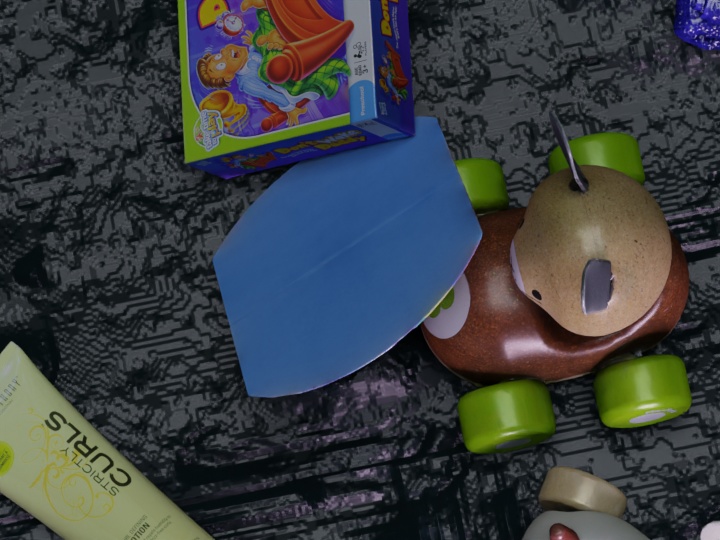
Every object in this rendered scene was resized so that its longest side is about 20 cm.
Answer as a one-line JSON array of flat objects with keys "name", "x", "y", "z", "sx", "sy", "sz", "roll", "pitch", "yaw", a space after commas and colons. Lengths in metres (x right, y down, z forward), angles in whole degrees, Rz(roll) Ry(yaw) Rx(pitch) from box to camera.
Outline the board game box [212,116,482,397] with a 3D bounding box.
[{"name": "board game box", "x": 0.000, "y": 0.000, "z": 1.572, "sx": 0.158, "sy": 0.039, "sz": 0.200, "roll": -33, "pitch": 36, "yaw": 10}]

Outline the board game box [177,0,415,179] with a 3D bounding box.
[{"name": "board game box", "x": -0.041, "y": -0.166, "z": 1.630, "sx": 0.134, "sy": 0.045, "sz": 0.201, "roll": -12, "pitch": 74, "yaw": 30}]

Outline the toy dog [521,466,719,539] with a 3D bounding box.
[{"name": "toy dog", "x": 0.167, "y": 0.174, "z": 1.542, "sx": 0.199, "sy": 0.096, "sz": 0.133, "roll": 3, "pitch": 77, "yaw": 3}]

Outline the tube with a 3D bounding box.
[{"name": "tube", "x": -0.153, "y": 0.130, "z": 1.592, "sx": 0.200, "sy": 0.052, "sz": 0.058, "roll": 39, "pitch": 40, "yaw": 15}]

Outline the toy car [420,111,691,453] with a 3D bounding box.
[{"name": "toy car", "x": 0.108, "y": -0.005, "z": 1.535, "sx": 0.157, "sy": 0.200, "sz": 0.165, "roll": -11, "pitch": 76, "yaw": -1}]

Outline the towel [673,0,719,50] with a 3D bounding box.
[{"name": "towel", "x": 0.265, "y": -0.227, "z": 1.661, "sx": 0.147, "sy": 0.050, "sz": 0.201, "roll": 5, "pitch": 76, "yaw": 4}]
